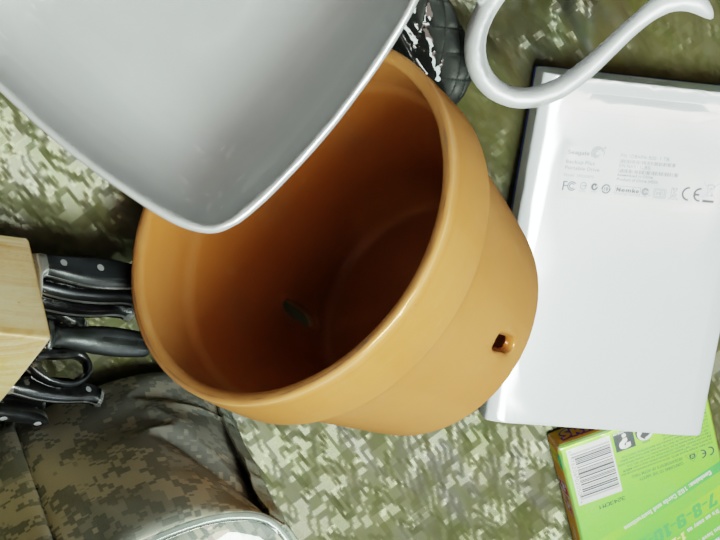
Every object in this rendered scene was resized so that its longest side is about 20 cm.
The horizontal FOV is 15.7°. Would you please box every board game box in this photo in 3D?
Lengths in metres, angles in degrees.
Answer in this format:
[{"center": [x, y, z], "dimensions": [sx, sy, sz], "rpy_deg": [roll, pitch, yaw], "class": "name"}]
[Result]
[{"center": [0.180, 0.170, 1.571], "dimensions": [0.095, 0.030, 0.201], "rpy_deg": [-19, 113, -8], "class": "board game box"}]

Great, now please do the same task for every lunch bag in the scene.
[{"center": [-0.121, 0.149, 1.374], "dimensions": [0.168, 0.200, 0.139], "rpy_deg": [-35, 118, 1], "class": "lunch bag"}]

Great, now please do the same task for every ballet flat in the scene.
[{"center": [0.012, -0.171, 1.370], "dimensions": [0.057, 0.066, 0.200], "rpy_deg": [-44, 128, -42], "class": "ballet flat"}]

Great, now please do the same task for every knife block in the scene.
[{"center": [-0.198, 0.017, 1.323], "dimensions": [0.175, 0.064, 0.200], "rpy_deg": [-19, 150, 3], "class": "knife block"}]

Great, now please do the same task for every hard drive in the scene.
[{"center": [0.146, -0.009, 1.472], "dimensions": [0.131, 0.025, 0.201], "rpy_deg": [5, 105, -15], "class": "hard drive"}]

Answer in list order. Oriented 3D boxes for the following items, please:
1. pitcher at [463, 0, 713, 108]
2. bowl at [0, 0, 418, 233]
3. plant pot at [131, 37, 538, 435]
[{"center": [0.144, -0.177, 1.361], "dimensions": [0.199, 0.121, 0.172], "rpy_deg": [-7, 108, -6], "class": "pitcher"}, {"center": [-0.084, -0.143, 1.306], "dimensions": [0.200, 0.075, 0.200], "rpy_deg": [39, 97, -2], "class": "bowl"}, {"center": [0.000, 0.000, 1.360], "dimensions": [0.200, 0.200, 0.140], "rpy_deg": [-48, 138, 6], "class": "plant pot"}]
